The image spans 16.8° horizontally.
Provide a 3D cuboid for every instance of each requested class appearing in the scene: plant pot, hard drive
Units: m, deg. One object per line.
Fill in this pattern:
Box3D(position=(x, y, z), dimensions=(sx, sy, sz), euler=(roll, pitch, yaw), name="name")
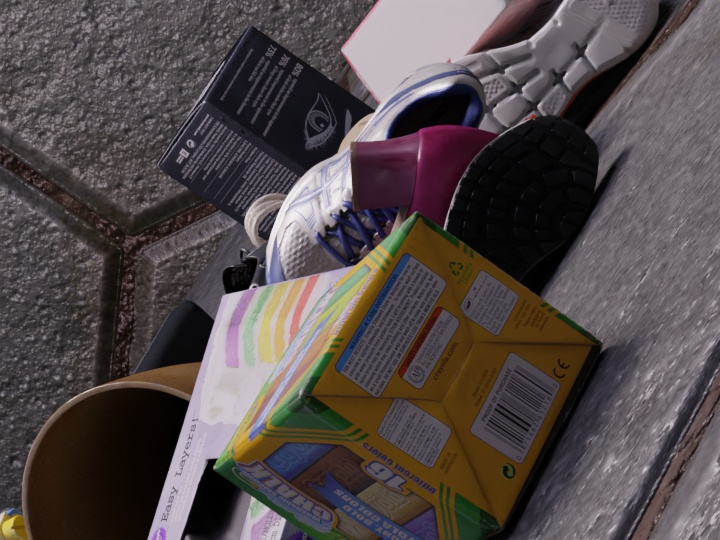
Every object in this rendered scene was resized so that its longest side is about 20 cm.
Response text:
Box3D(position=(-0.108, 0.138, 1.683), dimensions=(0.187, 0.186, 0.200), euler=(-52, -6, 23), name="plant pot")
Box3D(position=(-0.119, 0.126, 1.836), dimensions=(0.033, 0.140, 0.200), euler=(-38, 15, 34), name="hard drive")

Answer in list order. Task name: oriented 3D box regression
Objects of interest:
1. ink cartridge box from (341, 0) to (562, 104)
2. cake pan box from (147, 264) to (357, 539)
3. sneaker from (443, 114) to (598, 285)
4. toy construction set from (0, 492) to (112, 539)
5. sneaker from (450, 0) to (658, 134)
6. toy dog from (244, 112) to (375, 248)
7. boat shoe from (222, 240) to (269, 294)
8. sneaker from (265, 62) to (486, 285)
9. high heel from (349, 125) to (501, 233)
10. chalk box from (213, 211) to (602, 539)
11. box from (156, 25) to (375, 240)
Box3D(position=(0.102, -0.195, 1.762), dimensions=(0.200, 0.085, 0.146), euler=(-23, -20, -47), name="ink cartridge box")
Box3D(position=(-0.051, 0.104, 1.458), dimensions=(0.184, 0.052, 0.201), euler=(-12, 58, 62), name="cake pan box")
Box3D(position=(0.071, -0.005, 1.487), dimensions=(0.200, 0.076, 0.088), euler=(-57, 2, -12), name="sneaker")
Box3D(position=(-0.188, 0.244, 1.713), dimensions=(0.092, 0.201, 0.131), euler=(-13, 11, 31), name="toy construction set")
Box3D(position=(0.124, -0.135, 1.674), dimensions=(0.199, 0.077, 0.082), euler=(-31, 1, 17), name="sneaker")
Box3D(position=(-0.011, -0.033, 1.958), dimensions=(0.200, 0.132, 0.096), euler=(-37, 9, -24), name="toy dog")
Box3D(position=(-0.066, 0.014, 1.711), dimensions=(0.200, 0.066, 0.075), euler=(-84, -2, -52), name="boat shoe")
Box3D(position=(0.007, -0.054, 1.574), dimensions=(0.200, 0.075, 0.088), euler=(-55, 9, 0), name="sneaker")
Box3D(position=(0.049, 0.003, 1.534), dimensions=(0.068, 0.096, 0.201), euler=(-89, -7, -55), name="high heel")
Box3D(position=(0.014, 0.077, 1.282), dimensions=(0.125, 0.124, 0.200), euler=(-59, 8, -27), name="chalk box")
Box3D(position=(-0.072, -0.116, 2.368), dimensions=(0.104, 0.200, 0.148), euler=(-49, 9, 39), name="box")
